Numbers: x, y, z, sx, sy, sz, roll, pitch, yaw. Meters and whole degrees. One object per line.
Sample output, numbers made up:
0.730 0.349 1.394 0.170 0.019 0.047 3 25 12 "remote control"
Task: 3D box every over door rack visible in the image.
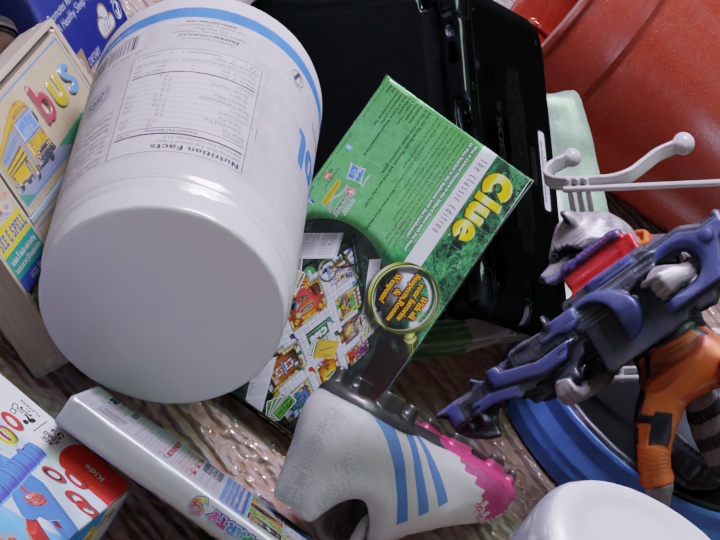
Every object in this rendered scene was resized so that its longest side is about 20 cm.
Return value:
0.213 0.000 1.471 0.199 0.149 0.067 5 34 30 "over door rack"

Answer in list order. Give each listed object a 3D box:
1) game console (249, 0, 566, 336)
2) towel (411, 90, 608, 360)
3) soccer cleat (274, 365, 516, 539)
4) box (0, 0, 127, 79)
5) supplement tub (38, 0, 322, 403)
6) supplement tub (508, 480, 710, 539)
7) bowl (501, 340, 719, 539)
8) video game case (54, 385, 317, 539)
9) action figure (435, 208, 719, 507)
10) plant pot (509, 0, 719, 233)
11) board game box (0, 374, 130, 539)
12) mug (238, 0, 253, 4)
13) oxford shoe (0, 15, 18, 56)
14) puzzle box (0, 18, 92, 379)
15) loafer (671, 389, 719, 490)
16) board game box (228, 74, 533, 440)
0.030 -0.060 1.496 0.176 0.116 0.202 17 65 -58 "game console"
0.070 -0.026 1.533 0.199 0.023 0.154 -9 82 -31 "towel"
0.015 0.114 1.354 0.070 0.087 0.200 28 -3 33 "soccer cleat"
-0.204 -0.202 1.511 0.201 0.032 0.121 63 22 -20 "box"
-0.091 -0.041 1.334 0.131 0.132 0.201 27 36 -15 "supplement tub"
0.080 0.202 1.138 0.122 0.201 0.123 26 29 -15 "supplement tub"
0.180 0.097 1.577 0.200 0.039 0.201 26 30 -16 "bowl"
-0.057 0.122 1.235 0.199 0.018 0.143 35 -1 0 "video game case"
0.150 0.058 1.426 0.195 0.199 0.105 64 18 6 "action figure"
0.207 -0.134 1.819 0.195 0.201 0.201 39 27 -11 "plant pot"
-0.230 0.089 1.124 0.200 0.056 0.196 39 28 6 "board game box"
0.018 -0.117 1.597 0.199 0.178 0.133 31 0 -17 "mug"
-0.236 -0.087 1.391 0.085 0.072 0.200 55 28 -5 "oxford shoe"
-0.171 -0.044 1.366 0.134 0.025 0.200 56 24 -16 "puzzle box"
0.227 0.075 1.544 0.068 0.071 0.200 42 29 10 "loafer"
0.000 0.000 1.405 0.104 0.201 0.023 35 -16 3 "board game box"
